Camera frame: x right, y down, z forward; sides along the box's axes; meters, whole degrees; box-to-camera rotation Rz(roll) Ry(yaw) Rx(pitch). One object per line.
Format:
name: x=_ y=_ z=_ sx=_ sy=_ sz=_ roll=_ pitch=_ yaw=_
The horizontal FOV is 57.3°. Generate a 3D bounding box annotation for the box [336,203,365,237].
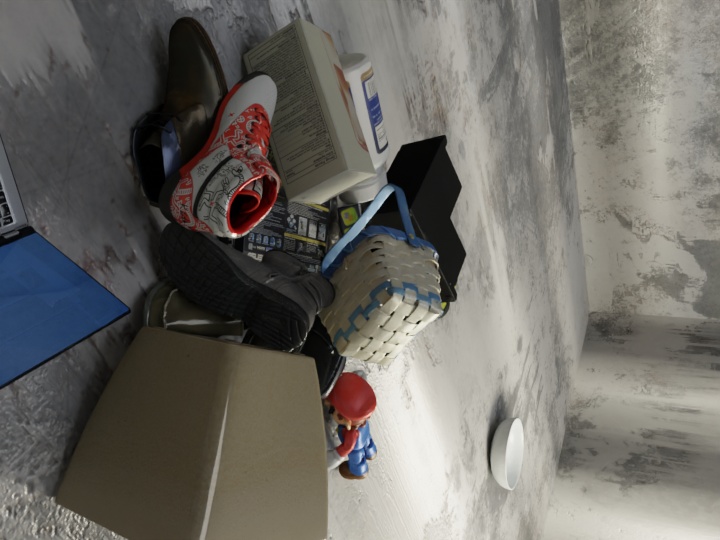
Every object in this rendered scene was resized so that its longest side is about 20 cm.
box: x=0.000 y=0.000 z=1.034 sx=0.110 sy=0.034 sz=0.205 roll=-62 pitch=143 yaw=-86

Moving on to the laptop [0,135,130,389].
laptop: x=-0.297 y=-0.028 z=0.478 sx=0.187 sy=0.114 sz=0.204 roll=-39 pitch=126 yaw=-55

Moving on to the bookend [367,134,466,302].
bookend: x=0.116 y=-0.086 z=1.132 sx=0.200 sy=0.091 sz=0.202 roll=58 pitch=42 yaw=-33

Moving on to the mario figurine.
mario figurine: x=-0.025 y=0.244 z=1.080 sx=0.124 sy=0.104 sz=0.203 roll=-110 pitch=-169 yaw=-53

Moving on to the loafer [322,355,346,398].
loafer: x=-0.040 y=0.103 z=1.023 sx=0.063 sy=0.070 sz=0.204 roll=45 pitch=50 yaw=-59

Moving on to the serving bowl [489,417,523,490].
serving bowl: x=0.421 y=0.530 z=1.925 sx=0.199 sy=0.065 sz=0.205 roll=-11 pitch=102 yaw=-62

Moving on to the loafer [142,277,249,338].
loafer: x=-0.169 y=0.042 z=0.770 sx=0.199 sy=0.068 sz=0.077 roll=-15 pitch=105 yaw=-61

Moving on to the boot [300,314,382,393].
boot: x=-0.053 y=0.148 z=0.903 sx=0.066 sy=0.161 sz=0.202 roll=81 pitch=25 yaw=-47

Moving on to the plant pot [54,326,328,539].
plant pot: x=-0.146 y=0.159 z=0.661 sx=0.199 sy=0.196 sz=0.181 roll=22 pitch=76 yaw=-55

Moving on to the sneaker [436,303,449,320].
sneaker: x=0.152 y=0.036 z=1.386 sx=0.201 sy=0.074 sz=0.078 roll=-64 pitch=138 yaw=-54

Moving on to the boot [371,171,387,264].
boot: x=0.039 y=-0.081 z=1.160 sx=0.203 sy=0.072 sz=0.157 roll=-40 pitch=122 yaw=-54

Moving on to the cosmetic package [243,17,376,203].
cosmetic package: x=-0.065 y=-0.200 z=0.850 sx=0.087 sy=0.102 sz=0.204 roll=-4 pitch=76 yaw=-62

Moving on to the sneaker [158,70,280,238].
sneaker: x=-0.115 y=-0.121 z=0.693 sx=0.203 sy=0.106 sz=0.068 roll=-59 pitch=147 yaw=-22

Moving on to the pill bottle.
pill bottle: x=-0.017 y=-0.211 z=0.995 sx=0.111 sy=0.109 sz=0.203 roll=-51 pitch=135 yaw=-48

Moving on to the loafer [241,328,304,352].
loafer: x=-0.127 y=0.148 z=0.796 sx=0.068 sy=0.070 sz=0.204 roll=-6 pitch=124 yaw=-65

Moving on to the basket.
basket: x=0.015 y=0.009 z=0.861 sx=0.137 sy=0.177 sz=0.203 roll=15 pitch=42 yaw=-36

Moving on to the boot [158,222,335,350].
boot: x=-0.128 y=0.004 z=0.763 sx=0.199 sy=0.070 sz=0.132 roll=39 pitch=23 yaw=-4

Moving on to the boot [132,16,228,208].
boot: x=-0.194 y=-0.164 z=0.704 sx=0.097 sy=0.073 sz=0.205 roll=-34 pitch=123 yaw=-60

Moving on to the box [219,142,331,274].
box: x=-0.109 y=-0.078 z=0.898 sx=0.199 sy=0.048 sz=0.165 roll=10 pitch=86 yaw=-61
